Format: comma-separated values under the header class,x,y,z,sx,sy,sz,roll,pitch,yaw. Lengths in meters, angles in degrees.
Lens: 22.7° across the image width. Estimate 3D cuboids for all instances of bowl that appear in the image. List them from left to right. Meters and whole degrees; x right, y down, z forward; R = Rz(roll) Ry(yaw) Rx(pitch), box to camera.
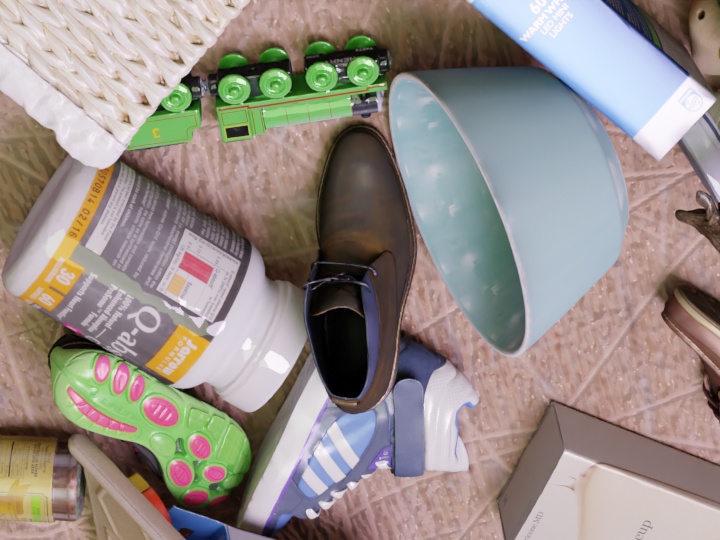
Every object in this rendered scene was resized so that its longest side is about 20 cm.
class,x,y,z,sx,sy,sz,roll,pitch,yaw
bowl,0.107,-0.054,1.195,0.104,0.201,0.203,-22,117,-12

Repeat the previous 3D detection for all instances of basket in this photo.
class,x,y,z,sx,sy,sz,roll,pitch,yaw
basket,-0.170,-0.205,1.091,0.161,0.199,0.200,-41,111,15

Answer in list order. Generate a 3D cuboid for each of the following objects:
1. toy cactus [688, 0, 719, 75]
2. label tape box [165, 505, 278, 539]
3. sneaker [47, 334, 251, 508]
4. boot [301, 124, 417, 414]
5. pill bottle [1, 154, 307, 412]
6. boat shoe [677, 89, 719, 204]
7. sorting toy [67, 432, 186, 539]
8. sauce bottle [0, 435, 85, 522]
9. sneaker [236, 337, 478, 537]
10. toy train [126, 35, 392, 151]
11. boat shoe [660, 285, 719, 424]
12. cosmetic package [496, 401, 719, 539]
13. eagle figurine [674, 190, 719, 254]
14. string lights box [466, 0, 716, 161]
class,x,y,z,sx,sy,sz,roll,pitch,yaw
toy cactus,0.245,-0.187,1.158,0.101,0.201,0.165,-24,158,-8
label tape box,-0.071,0.246,1.347,0.198,0.064,0.144,18,157,-13
sneaker,-0.153,0.104,1.319,0.077,0.084,0.200,-45,128,0
boot,0.000,0.000,1.223,0.074,0.097,0.203,-1,92,5
pill bottle,-0.138,0.010,1.244,0.199,0.117,0.117,32,112,-16
boat shoe,0.291,-0.041,1.261,0.062,0.072,0.201,-33,112,8
sorting toy,-0.135,0.224,1.304,0.036,0.185,0.201,-35,145,-23
sauce bottle,-0.305,0.154,1.340,0.197,0.065,0.065,2,117,-2
sneaker,0.005,0.143,1.335,0.145,0.081,0.201,24,108,-9
toy train,-0.074,-0.119,1.226,0.197,0.042,0.057,-7,126,1
boat shoe,0.288,0.090,1.324,0.200,0.072,0.068,40,107,-22
cosmetic package,0.216,0.190,1.372,0.198,0.073,0.104,20,114,-13
eagle figurine,0.312,-0.059,1.177,0.198,0.151,0.153,-26,95,-10
string lights box,0.135,-0.169,1.172,0.199,0.103,0.059,37,109,-18
